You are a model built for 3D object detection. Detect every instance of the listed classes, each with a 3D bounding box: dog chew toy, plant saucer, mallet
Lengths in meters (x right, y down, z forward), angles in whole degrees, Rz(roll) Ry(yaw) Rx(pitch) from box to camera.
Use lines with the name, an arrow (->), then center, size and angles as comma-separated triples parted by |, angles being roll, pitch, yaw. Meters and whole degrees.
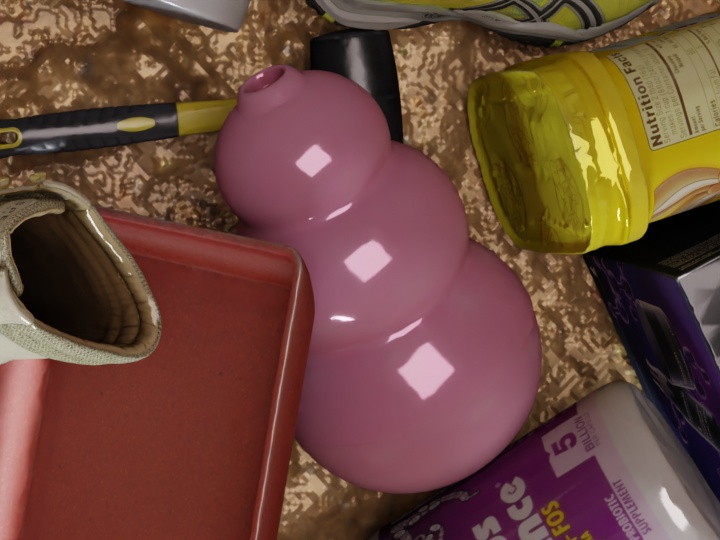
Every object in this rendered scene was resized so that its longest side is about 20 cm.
dog chew toy -> 0.000, 0.000, 0.997 | 0.124, 0.125, 0.201 | -32, 116, -8
plant saucer -> -0.097, 0.077, 0.980 | 0.037, 0.199, 0.201 | 8, 93, -46
mallet -> -0.077, -0.080, 1.030 | 0.199, 0.041, 0.066 | 0, 94, -12

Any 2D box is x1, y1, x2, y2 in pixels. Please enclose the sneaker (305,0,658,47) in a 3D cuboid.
sneaker -> 0.071, -0.147, 1.026 | 0.199, 0.076, 0.076 | -8, 75, -23

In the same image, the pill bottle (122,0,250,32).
pill bottle -> -0.062, -0.212, 0.988 | 0.112, 0.112, 0.201 | 16, 92, -13

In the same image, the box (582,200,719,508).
box -> 0.193, 0.070, 1.050 | 0.078, 0.141, 0.201 | -26, 99, -6

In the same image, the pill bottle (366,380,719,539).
pill bottle -> 0.067, 0.147, 1.029 | 0.199, 0.112, 0.113 | -34, 101, 10

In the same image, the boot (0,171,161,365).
boot -> -0.190, -0.019, 0.925 | 0.200, 0.154, 0.072 | 39, 63, -35

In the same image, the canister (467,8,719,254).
canister -> 0.165, -0.078, 1.030 | 0.199, 0.148, 0.087 | -18, 96, -12
